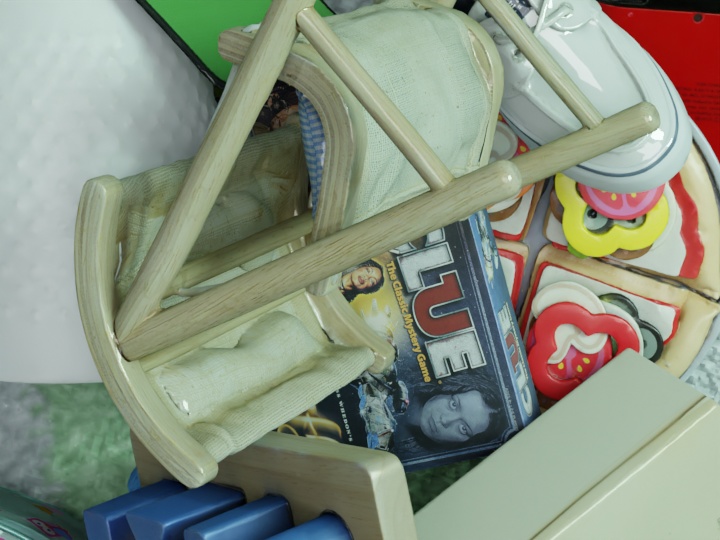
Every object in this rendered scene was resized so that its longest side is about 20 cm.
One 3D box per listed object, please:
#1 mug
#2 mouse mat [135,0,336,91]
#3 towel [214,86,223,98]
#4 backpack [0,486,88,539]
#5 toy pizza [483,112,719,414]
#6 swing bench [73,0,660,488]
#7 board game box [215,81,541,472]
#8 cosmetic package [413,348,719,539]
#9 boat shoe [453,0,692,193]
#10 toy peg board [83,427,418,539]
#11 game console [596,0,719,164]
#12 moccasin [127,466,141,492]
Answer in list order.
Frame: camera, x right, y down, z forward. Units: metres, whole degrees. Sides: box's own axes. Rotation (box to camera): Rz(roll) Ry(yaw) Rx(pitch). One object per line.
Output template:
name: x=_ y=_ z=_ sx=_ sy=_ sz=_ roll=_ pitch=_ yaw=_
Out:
mug: x=-0.160 y=-0.050 z=0.968 sx=0.198 sy=0.148 sz=0.177 roll=0 pitch=100 yaw=-4
mouse mat: x=-0.094 y=-0.163 z=0.977 sx=0.200 sy=0.161 sz=0.008 roll=45 pitch=115 yaw=6
towel: x=-0.113 y=-0.068 z=1.065 sx=0.085 sy=0.018 sz=0.202 roll=14 pitch=95 yaw=-2
backpack: x=-0.201 y=0.208 z=1.027 sx=0.175 sy=0.153 sz=0.201 roll=25 pitch=87 yaw=3
toy pizza: x=0.085 y=-0.011 z=1.034 sx=0.199 sy=0.032 sz=0.202 roll=4 pitch=106 yaw=14
swing bench: x=-0.007 y=-0.036 z=0.889 sx=0.200 sy=0.199 sz=0.130 roll=-43 pitch=83 yaw=25
board game box: x=0.000 y=0.000 z=1.026 sx=0.135 sy=0.035 sz=0.201 roll=-14 pitch=97 yaw=20
cosmetic package: x=0.086 y=0.141 z=0.983 sx=0.200 sy=0.073 sz=0.104 roll=-38 pitch=127 yaw=-16
boat shoe: x=0.073 y=-0.114 z=0.981 sx=0.074 sy=0.065 sz=0.200 roll=-47 pitch=64 yaw=1
toy peg board: x=-0.058 y=0.180 z=0.918 sx=0.097 sy=0.199 sz=0.201 roll=-19 pitch=102 yaw=-34
game console: x=0.211 y=-0.139 z=1.057 sx=0.198 sy=0.119 sz=0.173 roll=4 pitch=126 yaw=1
moccasin: x=-0.031 y=0.158 z=1.062 sx=0.080 sy=0.068 sz=0.200 roll=-43 pitch=88 yaw=-10
